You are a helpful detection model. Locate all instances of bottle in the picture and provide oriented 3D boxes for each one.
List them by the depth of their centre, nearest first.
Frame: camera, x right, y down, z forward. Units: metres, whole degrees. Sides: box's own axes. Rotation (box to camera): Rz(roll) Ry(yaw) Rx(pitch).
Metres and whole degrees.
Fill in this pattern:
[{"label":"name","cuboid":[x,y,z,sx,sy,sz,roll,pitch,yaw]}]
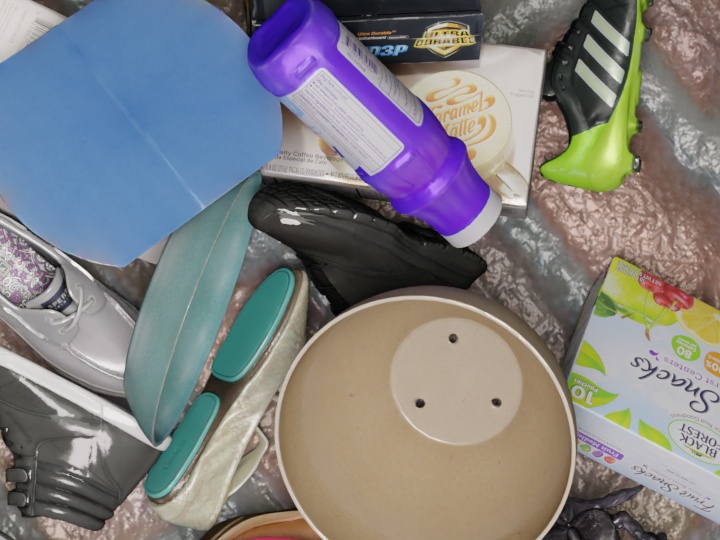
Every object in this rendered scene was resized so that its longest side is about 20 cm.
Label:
[{"label":"bottle","cuboid":[0.012,-0.094,1.585,0.065,0.084,0.200,-43,115,9]}]

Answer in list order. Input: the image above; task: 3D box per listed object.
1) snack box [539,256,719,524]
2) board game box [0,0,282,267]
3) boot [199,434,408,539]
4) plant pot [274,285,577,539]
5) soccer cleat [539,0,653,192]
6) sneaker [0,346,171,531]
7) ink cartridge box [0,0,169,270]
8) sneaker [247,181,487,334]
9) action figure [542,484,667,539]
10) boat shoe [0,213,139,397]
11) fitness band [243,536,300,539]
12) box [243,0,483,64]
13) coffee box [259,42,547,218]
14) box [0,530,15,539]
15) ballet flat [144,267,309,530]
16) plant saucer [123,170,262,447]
[{"label":"snack box","cuboid":[0.240,0.096,1.691,0.200,0.053,0.142,27,51,-3]},{"label":"board game box","cuboid":[-0.155,-0.094,1.579,0.200,0.039,0.158,-37,82,-19]},{"label":"boot","cuboid":[-0.034,0.225,1.674,0.200,0.074,0.155,-40,94,-5]},{"label":"plant pot","cuboid":[0.055,0.094,1.622,0.200,0.134,0.201,4,107,12]},{"label":"soccer cleat","cuboid":[0.169,-0.158,1.734,0.081,0.068,0.200,5,84,8]},{"label":"sneaker","cuboid":[-0.241,0.112,1.663,0.200,0.071,0.099,28,86,-1]},{"label":"ink cartridge box","cuboid":[-0.201,-0.093,1.656,0.200,0.125,0.129,27,80,-3]},{"label":"sneaker","cuboid":[0.000,0.000,1.664,0.200,0.076,0.091,22,95,-35]},{"label":"action figure","cuboid":[0.174,0.230,1.681,0.119,0.102,0.200,-28,77,-1]},{"label":"boat shoe","cuboid":[-0.217,0.017,1.673,0.200,0.069,0.072,44,81,-4]},{"label":"fitness band","cuboid":[-0.081,0.266,1.637,0.143,0.037,0.200,25,112,-13]},{"label":"box","cuboid":[-0.006,-0.224,1.676,0.159,0.046,0.200,-2,47,-5]},{"label":"coffee box","cuboid":[0.026,-0.107,1.688,0.200,0.080,0.115,8,87,4]},{"label":"box","cuboid":[-0.272,0.235,1.635,0.200,0.097,0.125,34,82,-1]},{"label":"ballet flat","cuboid":[-0.082,0.093,1.695,0.062,0.067,0.200,34,85,-30]},{"label":"plant saucer","cuboid":[-0.118,0.020,1.621,0.036,0.200,0.200,21,83,4]}]
